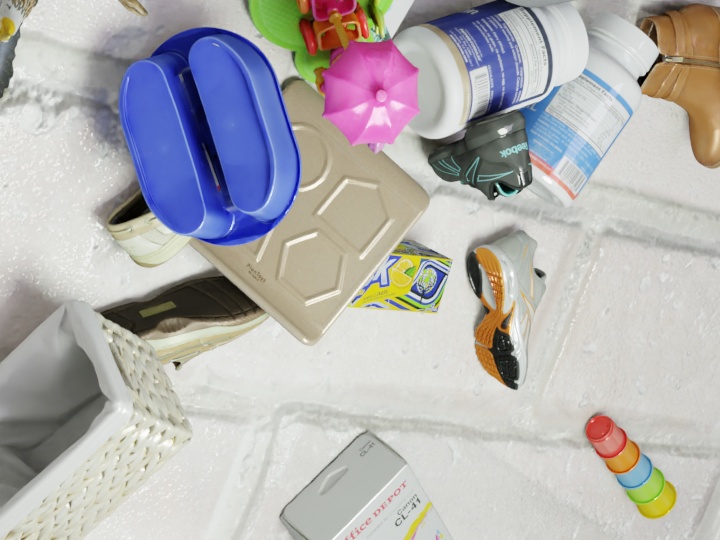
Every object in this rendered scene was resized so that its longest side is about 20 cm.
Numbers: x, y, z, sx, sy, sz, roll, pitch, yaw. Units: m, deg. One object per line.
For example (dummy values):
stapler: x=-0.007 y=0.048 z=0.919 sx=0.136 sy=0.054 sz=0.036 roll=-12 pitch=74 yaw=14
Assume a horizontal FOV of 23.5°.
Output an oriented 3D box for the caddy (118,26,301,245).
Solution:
caddy: x=-0.134 y=-0.121 z=1.563 sx=0.140 sy=0.105 sz=0.202 roll=-17 pitch=91 yaw=10

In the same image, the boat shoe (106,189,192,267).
boat shoe: x=-0.155 y=-0.092 z=1.634 sx=0.200 sy=0.073 sz=0.063 roll=-43 pitch=139 yaw=-5

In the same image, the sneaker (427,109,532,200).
sneaker: x=0.125 y=-0.107 z=1.793 sx=0.075 sy=0.200 sz=0.080 roll=-23 pitch=89 yaw=-14

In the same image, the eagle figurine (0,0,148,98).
eagle figurine: x=-0.304 y=-0.214 z=1.421 sx=0.199 sy=0.151 sz=0.153 roll=-33 pitch=93 yaw=15

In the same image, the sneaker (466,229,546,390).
sneaker: x=0.184 y=0.046 z=2.004 sx=0.092 sy=0.075 sz=0.202 roll=-31 pitch=131 yaw=-31

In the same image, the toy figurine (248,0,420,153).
toy figurine: x=-0.008 y=-0.182 z=1.600 sx=0.148 sy=0.185 sz=0.201 roll=-16 pitch=144 yaw=-6

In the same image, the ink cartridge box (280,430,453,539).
ink cartridge box: x=0.016 y=0.308 z=1.987 sx=0.148 sy=0.085 sz=0.201 roll=-43 pitch=135 yaw=-15

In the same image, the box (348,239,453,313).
box: x=0.000 y=0.000 z=1.817 sx=0.198 sy=0.070 sz=0.065 roll=4 pitch=106 yaw=-43

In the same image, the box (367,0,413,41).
box: x=-0.010 y=-0.317 z=1.664 sx=0.199 sy=0.036 sz=0.145 roll=29 pitch=93 yaw=-44

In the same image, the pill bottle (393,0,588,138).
pill bottle: x=0.134 y=-0.217 z=1.787 sx=0.199 sy=0.115 sz=0.117 roll=-21 pitch=125 yaw=-32

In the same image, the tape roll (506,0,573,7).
tape roll: x=0.186 y=-0.369 z=1.737 sx=0.199 sy=0.066 sz=0.203 roll=0 pitch=90 yaw=-38

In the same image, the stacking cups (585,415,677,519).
stacking cups: x=0.350 y=0.256 z=2.279 sx=0.061 sy=0.060 sz=0.200 roll=-50 pitch=130 yaw=-8

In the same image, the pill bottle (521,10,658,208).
pill bottle: x=0.240 y=-0.180 z=1.903 sx=0.201 sy=0.112 sz=0.112 roll=-55 pitch=135 yaw=-4

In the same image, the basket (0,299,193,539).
basket: x=-0.269 y=0.149 z=1.583 sx=0.200 sy=0.136 sz=0.123 roll=-41 pitch=145 yaw=15

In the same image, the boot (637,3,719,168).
boot: x=0.377 y=-0.213 z=2.036 sx=0.153 sy=0.073 sz=0.203 roll=-11 pitch=107 yaw=-38

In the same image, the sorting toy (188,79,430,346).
sorting toy: x=-0.056 y=-0.057 z=1.706 sx=0.185 sy=0.036 sz=0.201 roll=41 pitch=79 yaw=-7

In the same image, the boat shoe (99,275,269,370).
boat shoe: x=-0.179 y=0.062 z=1.706 sx=0.198 sy=0.072 sz=0.077 roll=-12 pitch=133 yaw=-25
